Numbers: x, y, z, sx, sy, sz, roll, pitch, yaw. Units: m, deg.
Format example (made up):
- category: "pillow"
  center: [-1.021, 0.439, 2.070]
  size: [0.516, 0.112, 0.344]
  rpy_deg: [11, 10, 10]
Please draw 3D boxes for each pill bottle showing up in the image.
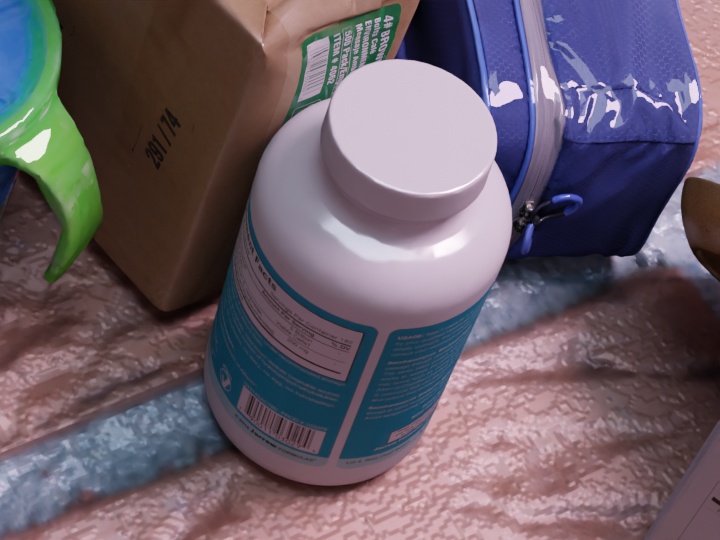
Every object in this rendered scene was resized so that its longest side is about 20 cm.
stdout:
- category: "pill bottle"
  center: [0.000, 0.000, 0.905]
  size: [0.110, 0.200, 0.111]
  rpy_deg: [8, 54, -10]

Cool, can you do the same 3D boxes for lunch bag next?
- category: "lunch bag"
  center: [0.076, -0.096, 1.036]
  size: [0.132, 0.136, 0.201]
  rpy_deg: [1, 56, -14]

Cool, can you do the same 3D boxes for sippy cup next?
- category: "sippy cup"
  center: [-0.204, -0.063, 0.929]
  size: [0.139, 0.131, 0.178]
  rpy_deg: [-15, 61, -22]

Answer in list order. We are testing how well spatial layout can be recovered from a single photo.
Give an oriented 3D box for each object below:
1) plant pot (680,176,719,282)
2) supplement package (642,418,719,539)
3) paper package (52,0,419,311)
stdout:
- category: "plant pot"
  center: [0.226, 0.025, 0.978]
  size: [0.200, 0.200, 0.028]
  rpy_deg: [36, 89, 11]
- category: "supplement package"
  center: [0.198, 0.102, 0.886]
  size: [0.120, 0.200, 0.121]
  rpy_deg: [33, 54, 9]
- category: "paper package"
  center: [-0.086, -0.112, 0.960]
  size: [0.103, 0.200, 0.191]
  rpy_deg: [-30, 68, -36]
